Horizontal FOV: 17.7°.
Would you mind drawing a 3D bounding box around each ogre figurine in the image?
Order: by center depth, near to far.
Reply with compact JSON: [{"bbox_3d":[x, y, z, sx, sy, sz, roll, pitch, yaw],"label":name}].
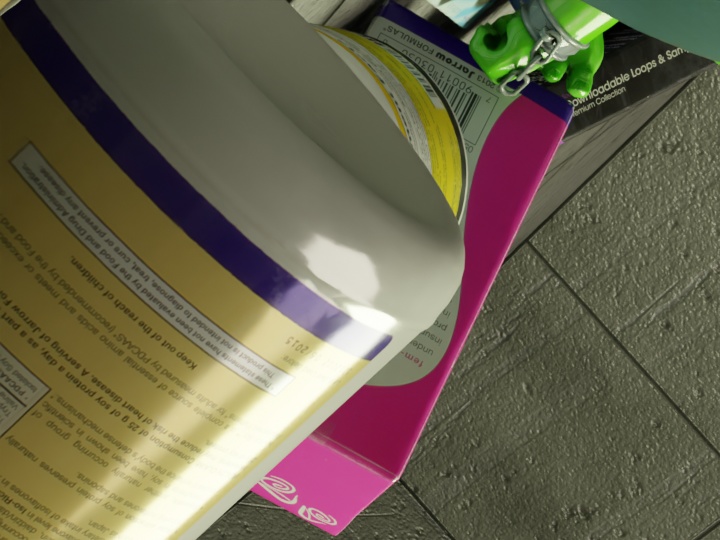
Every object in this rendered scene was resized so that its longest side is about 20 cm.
[{"bbox_3d":[0.146,-0.141,1.021,0.200,0.098,0.120,-1,155,-30],"label":"ogre figurine"}]

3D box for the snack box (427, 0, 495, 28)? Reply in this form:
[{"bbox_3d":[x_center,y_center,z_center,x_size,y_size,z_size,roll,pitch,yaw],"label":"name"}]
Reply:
[{"bbox_3d":[0.061,-0.153,0.902,0.116,0.037,0.200,-44,175,8],"label":"snack box"}]

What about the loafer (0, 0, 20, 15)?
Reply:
[{"bbox_3d":[-0.111,-0.032,0.434,0.073,0.072,0.200,-39,175,-38],"label":"loafer"}]

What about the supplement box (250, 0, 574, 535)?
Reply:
[{"bbox_3d":[0.000,0.000,1.025,0.200,0.101,0.103,-62,-176,-26],"label":"supplement box"}]

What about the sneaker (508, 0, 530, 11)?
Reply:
[{"bbox_3d":[0.132,-0.160,1.179,0.105,0.076,0.200,-41,176,-5],"label":"sneaker"}]

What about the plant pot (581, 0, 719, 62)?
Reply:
[{"bbox_3d":[0.086,-0.149,0.324,0.201,0.201,0.161,-41,162,-9],"label":"plant pot"}]

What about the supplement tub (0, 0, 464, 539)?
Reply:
[{"bbox_3d":[-0.090,0.014,0.565,0.200,0.145,0.145,-43,175,11],"label":"supplement tub"}]

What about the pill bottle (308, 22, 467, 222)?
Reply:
[{"bbox_3d":[-0.032,-0.031,0.804,0.114,0.114,0.200,-43,174,11],"label":"pill bottle"}]

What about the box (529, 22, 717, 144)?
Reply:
[{"bbox_3d":[0.108,-0.102,1.235,0.200,0.036,0.143,-28,-167,-26],"label":"box"}]
